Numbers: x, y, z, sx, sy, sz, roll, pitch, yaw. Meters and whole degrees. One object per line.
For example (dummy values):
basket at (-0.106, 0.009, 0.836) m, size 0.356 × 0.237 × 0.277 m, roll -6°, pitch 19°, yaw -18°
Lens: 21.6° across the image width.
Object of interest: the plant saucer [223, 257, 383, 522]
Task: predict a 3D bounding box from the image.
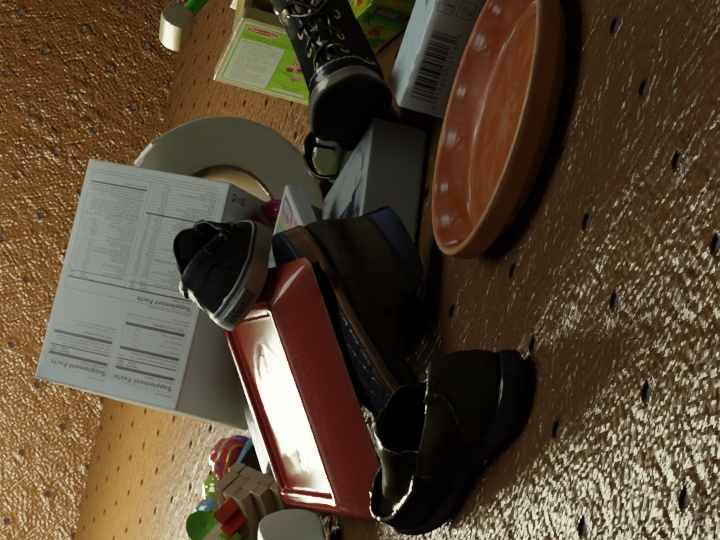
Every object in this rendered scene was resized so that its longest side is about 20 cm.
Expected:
plant saucer at (-0.049, 0.098, 1.423) m, size 0.201 × 0.036 × 0.200 m, roll 71°, pitch 161°, yaw -2°

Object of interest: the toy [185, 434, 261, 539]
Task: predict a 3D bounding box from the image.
toy at (-0.122, 0.191, 1.741) m, size 0.200 × 0.047 × 0.116 m, roll -61°, pitch -8°, yaw -67°

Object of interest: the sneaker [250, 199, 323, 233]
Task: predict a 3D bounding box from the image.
sneaker at (-0.050, 0.030, 1.685) m, size 0.088 × 0.081 × 0.202 m, roll -25°, pitch -57°, yaw -61°

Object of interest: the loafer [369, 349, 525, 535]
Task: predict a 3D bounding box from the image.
loafer at (0.040, 0.102, 1.202) m, size 0.200 × 0.071 × 0.073 m, roll 120°, pitch 160°, yaw -51°

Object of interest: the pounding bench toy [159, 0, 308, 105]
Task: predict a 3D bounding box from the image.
pounding bench toy at (-0.103, -0.287, 1.957) m, size 0.124 × 0.198 × 0.157 m, roll 126°, pitch 154°, yaw -59°

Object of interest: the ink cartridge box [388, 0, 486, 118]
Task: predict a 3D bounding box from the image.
ink cartridge box at (0.061, -0.229, 1.523) m, size 0.200 × 0.047 × 0.161 m, roll -111°, pitch 37°, yaw -66°

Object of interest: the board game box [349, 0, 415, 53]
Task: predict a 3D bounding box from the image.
board game box at (0.015, -0.267, 1.762) m, size 0.200 × 0.047 × 0.103 m, roll 155°, pitch 128°, yaw -74°

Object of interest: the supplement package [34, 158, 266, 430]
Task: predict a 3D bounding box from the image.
supplement package at (-0.172, 0.023, 1.695) m, size 0.152 × 0.149 × 0.202 m, roll 28°, pitch -106°, yaw -66°

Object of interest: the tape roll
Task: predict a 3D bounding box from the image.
tape roll at (-0.145, -0.045, 1.882) m, size 0.139 × 0.201 × 0.205 m, roll 161°, pitch 122°, yaw -76°

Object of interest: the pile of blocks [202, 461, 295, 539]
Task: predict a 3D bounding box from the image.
pile of blocks at (-0.099, 0.248, 1.602) m, size 0.062 × 0.082 × 0.201 m, roll -41°, pitch -24°, yaw -34°

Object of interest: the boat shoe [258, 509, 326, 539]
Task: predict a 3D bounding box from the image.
boat shoe at (-0.048, 0.260, 1.448) m, size 0.200 × 0.071 × 0.069 m, roll -121°, pitch 25°, yaw -64°

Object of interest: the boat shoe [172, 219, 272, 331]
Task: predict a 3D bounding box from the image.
boat shoe at (-0.112, -0.008, 1.426) m, size 0.070 × 0.066 × 0.200 m, roll -55°, pitch 11°, yaw 12°

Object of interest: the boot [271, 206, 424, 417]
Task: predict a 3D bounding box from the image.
boot at (0.021, 0.028, 1.368) m, size 0.201 × 0.096 × 0.075 m, roll 55°, pitch 157°, yaw 32°

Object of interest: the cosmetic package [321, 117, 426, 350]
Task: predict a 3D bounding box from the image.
cosmetic package at (0.000, 0.000, 1.542) m, size 0.151 × 0.051 × 0.202 m, roll 121°, pitch 158°, yaw -61°

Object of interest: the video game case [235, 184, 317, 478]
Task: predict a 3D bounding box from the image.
video game case at (-0.064, 0.051, 1.571) m, size 0.144 × 0.018 × 0.201 m, roll -114°, pitch 34°, yaw -54°

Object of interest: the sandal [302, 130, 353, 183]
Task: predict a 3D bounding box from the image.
sandal at (-0.021, -0.112, 1.735) m, size 0.201 × 0.057 × 0.080 m, roll -125°, pitch 50°, yaw -73°

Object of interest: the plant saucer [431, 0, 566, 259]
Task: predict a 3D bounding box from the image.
plant saucer at (0.096, -0.105, 1.276) m, size 0.200 × 0.032 × 0.202 m, roll -165°, pitch 90°, yaw -78°

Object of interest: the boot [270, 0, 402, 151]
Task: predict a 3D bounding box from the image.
boot at (-0.027, -0.187, 1.564) m, size 0.152 × 0.073 × 0.200 m, roll 66°, pitch -171°, yaw 10°
